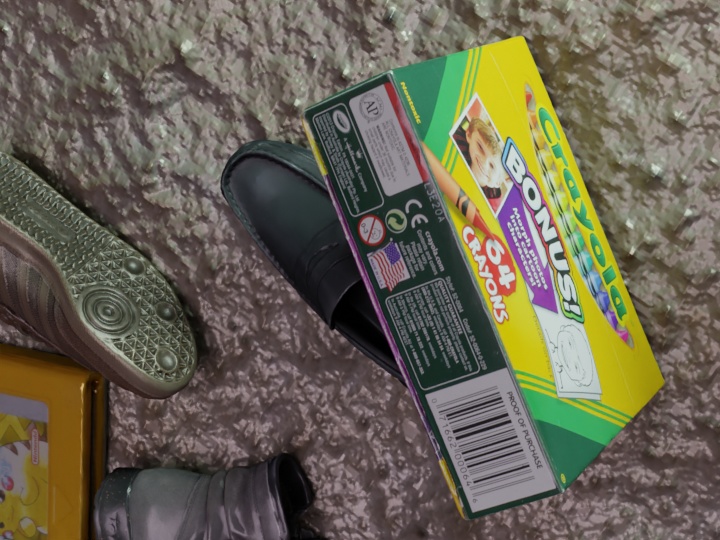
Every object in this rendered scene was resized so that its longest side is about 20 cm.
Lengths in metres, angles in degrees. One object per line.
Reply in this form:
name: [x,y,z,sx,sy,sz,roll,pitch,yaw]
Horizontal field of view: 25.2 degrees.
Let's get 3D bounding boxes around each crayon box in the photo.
crayon box: [0.067,-0.005,0.784,0.058,0.172,0.201,-21,93,29]

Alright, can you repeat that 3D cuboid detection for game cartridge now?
game cartridge: [-0.255,0.130,1.037,0.199,0.032,0.178,8,105,21]

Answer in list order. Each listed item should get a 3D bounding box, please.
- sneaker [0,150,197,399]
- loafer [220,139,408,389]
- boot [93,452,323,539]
sneaker: [-0.179,0.012,0.969,0.200,0.070,0.076,45,134,12]
loafer: [0.000,0.000,0.872,0.200,0.070,0.068,41,114,11]
boot: [-0.083,0.211,0.961,0.131,0.070,0.202,-3,104,19]
